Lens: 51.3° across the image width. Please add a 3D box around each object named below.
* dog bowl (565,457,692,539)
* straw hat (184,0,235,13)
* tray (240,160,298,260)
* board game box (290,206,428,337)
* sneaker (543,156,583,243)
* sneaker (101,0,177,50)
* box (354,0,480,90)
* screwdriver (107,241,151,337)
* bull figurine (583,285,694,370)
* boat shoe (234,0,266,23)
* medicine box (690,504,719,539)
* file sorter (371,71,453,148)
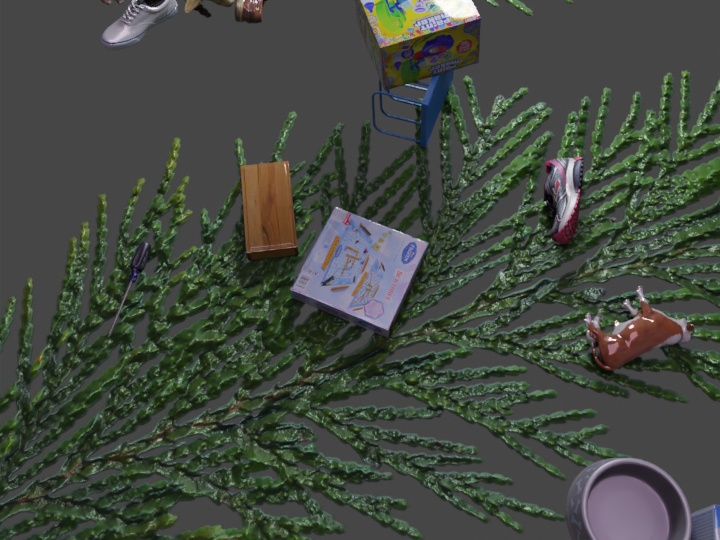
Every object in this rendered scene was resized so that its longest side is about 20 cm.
[{"bbox_3d":[0.439,0.398,1.215,0.199,0.059,0.201,0,64,0],"label":"dog bowl"},{"bbox_3d":[-0.316,-0.653,1.714,0.085,0.201,0.202,27,59,-31],"label":"straw hat"},{"bbox_3d":[-0.182,-0.121,1.483,0.098,0.037,0.201,-7,64,-3],"label":"tray"},{"bbox_3d":[0.000,0.000,1.420,0.199,0.041,0.200,22,65,11],"label":"board game box"},{"bbox_3d":[0.395,-0.137,1.477,0.074,0.081,0.201,4,55,18],"label":"sneaker"},{"bbox_3d":[-0.504,-0.574,1.688,0.073,0.071,0.200,40,69,18],"label":"sneaker"},{"bbox_3d":[0.109,-0.487,1.473,0.199,0.122,0.193,-18,62,-3],"label":"box"},{"bbox_3d":[-0.436,0.036,1.411,0.028,0.029,0.201,11,68,5],"label":"screwdriver"},{"bbox_3d":[0.501,0.106,1.359,0.199,0.065,0.122,-23,62,-14],"label":"bull figurine"},{"bbox_3d":[-0.231,-0.653,1.734,0.067,0.072,0.201,15,70,1],"label":"boat shoe"},{"bbox_3d":[0.616,0.482,1.149,0.181,0.103,0.201,8,63,4],"label":"medicine box"},{"bbox_3d":[0.112,-0.387,1.564,0.122,0.139,0.201,16,64,12],"label":"file sorter"}]
